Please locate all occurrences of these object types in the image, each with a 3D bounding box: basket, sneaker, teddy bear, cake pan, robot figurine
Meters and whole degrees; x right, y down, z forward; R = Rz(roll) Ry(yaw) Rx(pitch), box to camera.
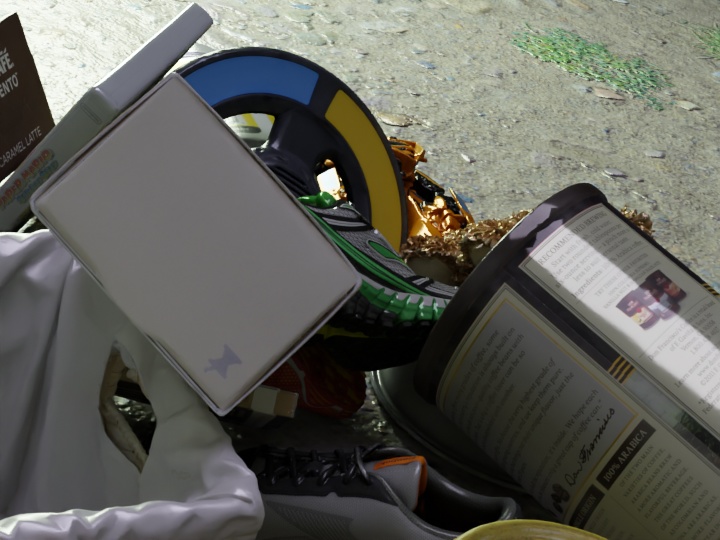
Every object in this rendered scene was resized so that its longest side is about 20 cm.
[{"bbox_3d":[-0.173,0.098,0.522,0.198,0.162,0.198,-1,30,-33],"label":"basket"},{"bbox_3d":[-0.075,0.034,0.782,0.199,0.077,0.074,30,47,-37],"label":"sneaker"},{"bbox_3d":[0.111,-0.015,0.890,0.198,0.067,0.145,-4,-12,-31],"label":"teddy bear"},{"bbox_3d":[-0.012,0.111,0.684,0.198,0.080,0.074,18,27,7],"label":"sneaker"},{"bbox_3d":[0.105,0.070,0.882,0.198,0.037,0.201,13,26,-6],"label":"cake pan"},{"bbox_3d":[0.000,0.000,0.766,0.199,0.078,0.086,22,53,-48],"label":"sneaker"},{"bbox_3d":[0.020,-0.049,1.046,0.144,0.059,0.200,9,27,-17],"label":"robot figurine"}]

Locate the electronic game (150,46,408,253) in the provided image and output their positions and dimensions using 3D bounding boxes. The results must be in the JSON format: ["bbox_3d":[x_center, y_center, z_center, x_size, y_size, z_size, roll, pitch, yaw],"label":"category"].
[{"bbox_3d":[-0.057,-0.034,0.841,0.198,0.202,0.041,-1,-4,-31],"label":"electronic game"}]

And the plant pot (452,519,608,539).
[{"bbox_3d":[0.059,0.179,0.514,0.198,0.143,0.200,13,25,-6],"label":"plant pot"}]

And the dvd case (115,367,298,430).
[{"bbox_3d":[-0.134,0.052,0.712,0.198,0.016,0.149,12,-10,-5],"label":"dvd case"}]

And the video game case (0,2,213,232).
[{"bbox_3d":[-0.178,-0.074,0.858,0.023,0.182,0.200,43,24,-10],"label":"video game case"}]

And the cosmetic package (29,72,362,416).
[{"bbox_3d":[-0.059,-0.009,0.575,0.105,0.071,0.200,48,-2,-3],"label":"cosmetic package"}]

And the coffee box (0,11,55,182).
[{"bbox_3d":[-0.295,-0.083,0.817,0.198,0.080,0.115,-9,23,13],"label":"coffee box"}]

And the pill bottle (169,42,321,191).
[{"bbox_3d":[-0.104,-0.078,0.970,0.113,0.115,0.200,5,28,-22],"label":"pill bottle"}]

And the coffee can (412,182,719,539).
[{"bbox_3d":[0.146,0.074,0.724,0.200,0.147,0.146,42,34,20],"label":"coffee can"}]
